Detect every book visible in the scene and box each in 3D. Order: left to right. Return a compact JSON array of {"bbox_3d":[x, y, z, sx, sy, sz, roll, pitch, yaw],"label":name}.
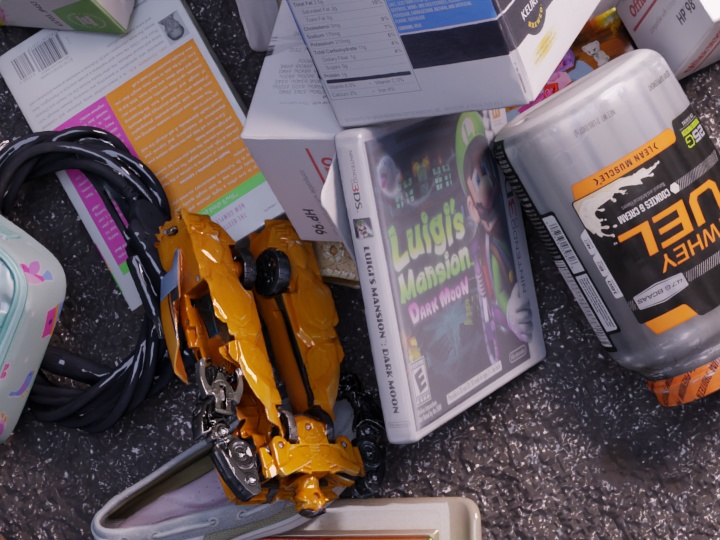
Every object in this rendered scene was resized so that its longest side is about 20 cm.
[{"bbox_3d":[-0.142,-0.089,1.455,0.133,0.048,0.201,-31,77,5],"label":"book"}]

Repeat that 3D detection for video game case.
[{"bbox_3d":[0.053,-0.010,1.319,0.023,0.200,0.183,-6,99,29],"label":"video game case"}]

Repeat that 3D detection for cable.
[{"bbox_3d":[-0.187,0.002,1.424,0.163,0.051,0.200,-38,78,25],"label":"cable"}]

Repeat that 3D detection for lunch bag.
[{"bbox_3d":[-0.295,0.013,1.408,0.200,0.077,0.161,30,108,19],"label":"lunch bag"}]

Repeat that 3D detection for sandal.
[{"bbox_3d":[0.000,-0.001,1.405,0.069,0.078,0.212,-32,83,-6],"label":"sandal"}]

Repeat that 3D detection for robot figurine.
[{"bbox_3d":[-0.057,0.060,1.337,0.058,0.145,0.201,-38,59,43],"label":"robot figurine"}]

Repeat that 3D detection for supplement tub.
[{"bbox_3d":[0.178,-0.025,1.351,0.122,0.123,0.201,-31,96,1],"label":"supplement tub"}]

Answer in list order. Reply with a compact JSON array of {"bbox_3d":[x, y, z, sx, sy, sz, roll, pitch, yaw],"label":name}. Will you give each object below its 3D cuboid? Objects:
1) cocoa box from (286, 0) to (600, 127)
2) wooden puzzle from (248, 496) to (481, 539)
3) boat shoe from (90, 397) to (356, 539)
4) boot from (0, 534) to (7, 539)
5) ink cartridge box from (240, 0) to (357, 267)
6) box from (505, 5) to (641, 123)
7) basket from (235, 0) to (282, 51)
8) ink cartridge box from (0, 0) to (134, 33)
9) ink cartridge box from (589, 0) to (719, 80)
[{"bbox_3d":[0.057,-0.193,1.237,0.133,0.200,0.132,-5,123,33],"label":"cocoa box"},{"bbox_3d":[-0.021,0.238,1.386,0.199,0.037,0.186,-2,80,7],"label":"wooden puzzle"},{"bbox_3d":[-0.077,0.129,1.376,0.201,0.065,0.074,-29,53,-14],"label":"boat shoe"},{"bbox_3d":[-0.184,0.230,1.379,0.186,0.064,0.200,-42,74,17],"label":"boot"},{"bbox_3d":[-0.012,-0.096,1.323,0.068,0.116,0.201,2,59,22],"label":"ink cartridge box"},{"bbox_3d":[0.091,-0.134,1.436,0.200,0.039,0.137,-32,78,1],"label":"box"},{"bbox_3d":[-0.045,-0.263,1.382,0.123,0.200,0.136,-18,49,-1],"label":"basket"},{"bbox_3d":[-0.257,-0.211,1.434,0.199,0.117,0.068,6,75,21],"label":"ink cartridge box"},{"bbox_3d":[0.235,-0.183,1.364,0.199,0.116,0.067,-27,80,-15],"label":"ink cartridge box"}]
